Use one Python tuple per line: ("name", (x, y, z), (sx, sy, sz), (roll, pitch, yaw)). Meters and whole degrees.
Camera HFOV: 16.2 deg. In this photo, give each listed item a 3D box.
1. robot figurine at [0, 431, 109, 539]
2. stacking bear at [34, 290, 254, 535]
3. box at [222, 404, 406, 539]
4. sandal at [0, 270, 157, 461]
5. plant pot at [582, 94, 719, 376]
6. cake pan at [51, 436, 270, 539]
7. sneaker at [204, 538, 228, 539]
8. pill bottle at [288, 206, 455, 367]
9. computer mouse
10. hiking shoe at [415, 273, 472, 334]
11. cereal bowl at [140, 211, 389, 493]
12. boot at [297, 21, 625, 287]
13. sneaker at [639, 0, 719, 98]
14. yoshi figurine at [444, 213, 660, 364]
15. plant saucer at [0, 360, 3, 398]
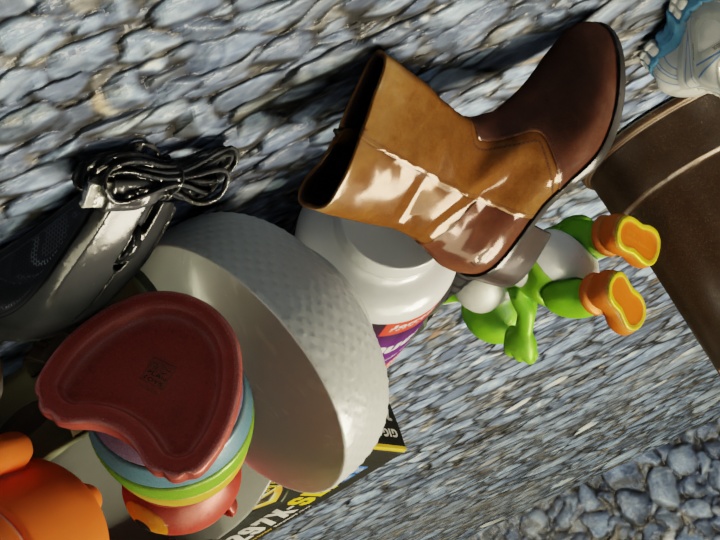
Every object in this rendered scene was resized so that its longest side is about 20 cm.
("robot figurine", (-0.237, 0.190, 1.634), (0.144, 0.117, 0.200), (-51, 170, 22))
("stacking bear", (-0.120, 0.105, 1.609), (0.114, 0.121, 0.200), (-58, 164, -23))
("box", (-0.088, 0.160, 1.982), (0.200, 0.049, 0.160), (-33, 156, 31))
("sandal", (-0.194, 0.075, 1.668), (0.201, 0.080, 0.057), (-44, 170, 29))
("plant pot", (0.307, -0.034, 1.984), (0.200, 0.198, 0.200), (-26, 166, -7))
("cake pan", (-0.142, 0.118, 1.772), (0.200, 0.200, 0.037), (-24, -152, -8))
("sneaker", (-0.167, 0.258, 1.802), (0.202, 0.077, 0.146), (-7, 151, 2))
("pill bottle", (0.000, 0.000, 1.721), (0.112, 0.113, 0.200), (-21, 166, -21))
("computer mouse", (-0.167, -0.006, 1.518), (0.200, 0.053, 0.138), (-35, 165, 32))
("hiking shoe", (0.068, -0.006, 1.904), (0.101, 0.076, 0.200), (-13, 161, -33))
("cereal bowl", (-0.053, 0.042, 1.634), (0.083, 0.200, 0.200), (-40, 174, -28))
("boot", (0.064, -0.098, 1.570), (0.200, 0.068, 0.188), (25, 100, -47))
("sneaker", (0.243, -0.140, 1.711), (0.075, 0.087, 0.200), (-27, 168, -5))
("yoshi figurine", (0.143, 0.013, 1.980), (0.200, 0.112, 0.112), (-4, -166, 41))
("plant saucer", (-0.295, 0.129, 1.642), (0.200, 0.032, 0.200), (-47, -174, 7))
